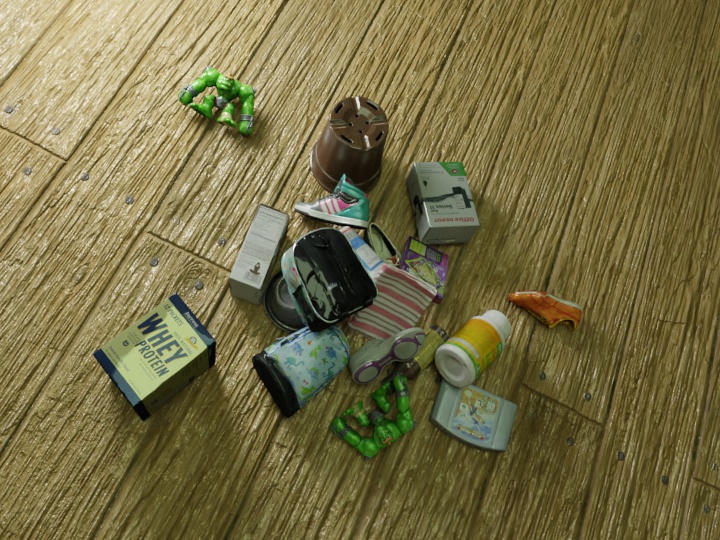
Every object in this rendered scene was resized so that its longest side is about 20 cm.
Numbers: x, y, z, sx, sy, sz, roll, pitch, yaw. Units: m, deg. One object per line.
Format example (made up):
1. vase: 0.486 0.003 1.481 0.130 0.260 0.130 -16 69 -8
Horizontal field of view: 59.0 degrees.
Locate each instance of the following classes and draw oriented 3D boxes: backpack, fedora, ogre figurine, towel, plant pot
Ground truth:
1. backpack: -0.117 0.205 1.435 0.198 0.154 0.165 -28 83 -33
2. fedora: -0.129 0.059 1.505 0.196 0.090 0.180 6 69 -10
3. ogre figurine: 0.042 0.337 1.432 0.198 0.098 0.121 -31 80 -18
4. towel: 0.071 0.091 1.484 0.145 0.201 0.030 25 26 -12
5. ogre figurine: -0.357 -0.445 1.642 0.197 0.098 0.122 22 84 13
6. backpack: -0.079 0.016 1.401 0.176 0.150 0.202 -26 88 -33
7. plant pot: -0.021 -0.322 1.615 0.196 0.199 0.204 4 68 -10

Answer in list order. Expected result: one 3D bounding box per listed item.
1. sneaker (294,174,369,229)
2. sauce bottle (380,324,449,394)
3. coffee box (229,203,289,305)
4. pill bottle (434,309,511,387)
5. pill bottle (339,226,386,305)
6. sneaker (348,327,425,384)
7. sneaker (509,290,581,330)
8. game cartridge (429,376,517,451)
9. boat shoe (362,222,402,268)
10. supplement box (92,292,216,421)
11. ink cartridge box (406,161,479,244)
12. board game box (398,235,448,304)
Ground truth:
1. sneaker: -0.064 -0.179 1.578 0.197 0.084 0.123 13 87 16
2. sauce bottle: 0.128 0.214 1.517 0.199 0.065 0.065 -40 81 -21
3. coffee box: -0.239 -0.038 1.507 0.079 0.115 0.203 20 66 -3
4. pill bottle: 0.277 0.180 1.525 0.199 0.111 0.111 -35 79 -37
5. pill bottle: 0.000 0.000 1.544 0.112 0.112 0.200 -40 82 -22
6. sneaker: 0.056 0.179 1.486 0.198 0.076 0.100 -28 32 -4
7. sneaker: 0.475 0.102 1.631 0.197 0.073 0.078 17 77 -2
8. game cartridge: 0.268 0.346 1.513 0.197 0.042 0.135 23 63 -3
9. boat shoe: 0.071 -0.028 1.597 0.070 0.063 0.202 -27 78 -22
10. supplement box: -0.422 0.185 1.335 0.199 0.200 0.135 -39 82 -23
11. ink cartridge box: 0.213 -0.177 1.660 0.144 0.083 0.203 -4 64 -16
12. board game box: 0.155 -0.005 1.566 0.118 0.033 0.201 23 33 -1
